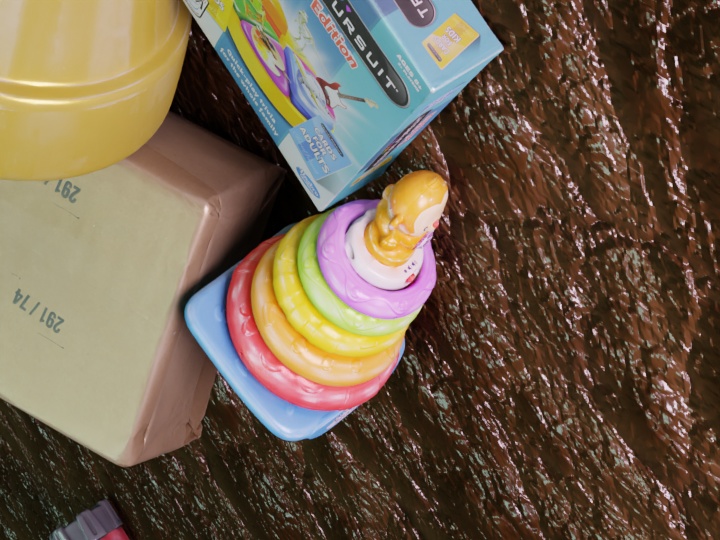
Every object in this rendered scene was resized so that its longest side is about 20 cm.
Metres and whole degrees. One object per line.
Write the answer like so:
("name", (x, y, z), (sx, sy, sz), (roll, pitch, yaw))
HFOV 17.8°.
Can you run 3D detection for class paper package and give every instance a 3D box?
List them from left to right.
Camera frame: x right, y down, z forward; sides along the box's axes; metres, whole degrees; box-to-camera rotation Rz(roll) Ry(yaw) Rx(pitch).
("paper package", (-0.171, -0.013, 1.397), (0.199, 0.103, 0.192), (27, 111, 18))

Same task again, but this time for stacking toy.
("stacking toy", (0.000, 0.000, 1.259), (0.110, 0.116, 0.200), (50, 143, 4))

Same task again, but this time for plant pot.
("plant pot", (-0.183, -0.185, 1.276), (0.201, 0.200, 0.190), (47, 140, 25))

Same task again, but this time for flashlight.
("flashlight", (-0.208, 0.311, 2.123), (0.201, 0.067, 0.068), (57, 155, 5))

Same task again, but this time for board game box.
("board game box", (-0.019, -0.130, 1.168), (0.152, 0.047, 0.200), (56, 158, 4))
